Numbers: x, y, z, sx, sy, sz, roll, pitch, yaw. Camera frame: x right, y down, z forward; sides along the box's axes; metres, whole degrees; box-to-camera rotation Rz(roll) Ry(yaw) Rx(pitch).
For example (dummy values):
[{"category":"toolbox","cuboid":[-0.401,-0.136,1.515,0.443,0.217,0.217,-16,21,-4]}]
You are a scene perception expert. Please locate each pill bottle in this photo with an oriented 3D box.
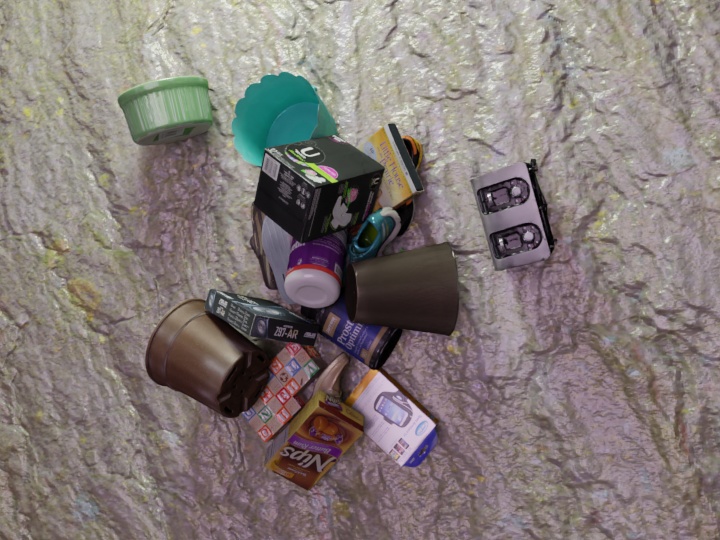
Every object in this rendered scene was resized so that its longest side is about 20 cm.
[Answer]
[{"category":"pill bottle","cuboid":[-0.021,0.104,1.568,0.198,0.112,0.113,31,98,15]},{"category":"pill bottle","cuboid":[-0.085,-0.035,1.532,0.110,0.113,0.203,-6,53,16]}]

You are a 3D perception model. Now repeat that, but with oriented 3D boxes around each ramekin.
[{"category":"ramekin","cuboid":[-0.412,-0.339,1.656,0.196,0.200,0.100,-14,93,16]}]

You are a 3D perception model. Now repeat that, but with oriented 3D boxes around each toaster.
[{"category":"toaster","cuboid":[0.291,-0.107,1.445,0.116,0.200,0.185,-15,93,18]}]

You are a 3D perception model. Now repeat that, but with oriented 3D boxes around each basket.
[{"category":"basket","cuboid":[0.075,0.040,1.485,0.196,0.136,0.185,-3,93,-14]}]

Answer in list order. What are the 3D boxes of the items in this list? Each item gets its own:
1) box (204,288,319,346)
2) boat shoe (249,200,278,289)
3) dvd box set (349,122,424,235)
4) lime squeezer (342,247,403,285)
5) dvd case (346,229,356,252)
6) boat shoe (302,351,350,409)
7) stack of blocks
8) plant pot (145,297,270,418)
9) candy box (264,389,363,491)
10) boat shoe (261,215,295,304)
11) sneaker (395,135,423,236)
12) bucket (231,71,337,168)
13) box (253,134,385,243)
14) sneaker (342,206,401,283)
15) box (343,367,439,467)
[{"category":"box","cuboid":[-0.202,0.095,1.558,0.199,0.158,0.044,21,95,51]},{"category":"boat shoe","cuboid":[-0.196,-0.061,1.655,0.072,0.074,0.205,1,94,42]},{"category":"dvd box set","cuboid":[0.024,-0.178,1.533,0.199,0.029,0.149,-30,80,42]},{"category":"lime squeezer","cuboid":[0.000,0.000,1.602,0.196,0.038,0.072,-7,84,16]},{"category":"dvd case","cuboid":[-0.055,-0.134,1.629,0.147,0.025,0.205,4,91,17]},{"category":"boat shoe","cuboid":[-0.066,0.263,1.602,0.064,0.072,0.202,33,104,15]},{"category":"stack of blocks","cuboid":[-0.161,0.252,1.636,0.200,0.058,0.115,-46,77,11]},{"category":"plant pot","cuboid":[-0.303,0.191,1.586,0.196,0.199,0.204,26,97,29]},{"category":"candy box","cuboid":[-0.095,0.349,1.570,0.116,0.057,0.201,32,116,-18]},{"category":"boat shoe","cuboid":[-0.155,-0.031,1.607,0.071,0.062,0.204,-1,111,25]},{"category":"sneaker","cuboid":[0.076,-0.173,1.554,0.069,0.090,0.205,11,92,16]},{"category":"bucket","cuboid":[-0.151,-0.291,1.588,0.203,0.135,0.212,-4,77,20]},{"category":"box","cuboid":[-0.078,-0.161,1.469,0.148,0.198,0.126,38,127,28]},{"category":"sneaker","cuboid":[0.003,-0.046,1.519,0.077,0.079,0.202,44,130,19]},{"category":"box","cuboid":[0.067,0.304,1.577,0.199,0.041,0.120,42,100,11]}]
